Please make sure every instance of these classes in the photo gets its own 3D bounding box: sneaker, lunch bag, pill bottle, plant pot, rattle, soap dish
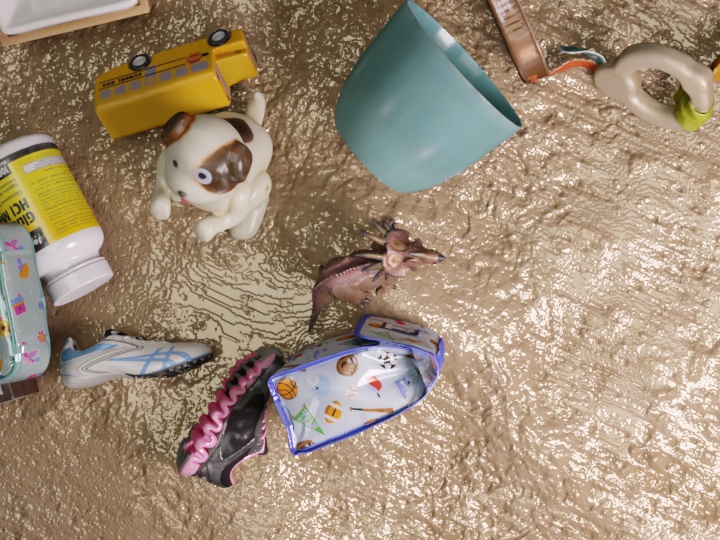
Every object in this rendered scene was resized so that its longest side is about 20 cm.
[{"bbox_3d":[-0.148,0.191,1.417,0.095,0.079,0.201,34,96,-17],"label":"sneaker"},{"bbox_3d":[0.004,0.125,1.340,0.199,0.170,0.125,-19,94,8],"label":"lunch bag"},{"bbox_3d":[-0.465,0.049,1.347,0.159,0.077,0.202,-10,88,21],"label":"lunch bag"},{"bbox_3d":[-0.397,-0.062,1.411,0.112,0.112,0.201,-30,87,6],"label":"pill bottle"},{"bbox_3d":[0.067,-0.189,1.319,0.161,0.201,0.201,-43,86,17],"label":"plant pot"},{"bbox_3d":[0.347,-0.263,1.345,0.199,0.130,0.144,24,82,32],"label":"rattle"},{"bbox_3d":[-0.288,0.107,1.425,0.198,0.072,0.073,-6,82,3],"label":"sneaker"},{"bbox_3d":[-0.371,-0.380,1.418,0.199,0.081,0.159,-11,89,7],"label":"soap dish"}]

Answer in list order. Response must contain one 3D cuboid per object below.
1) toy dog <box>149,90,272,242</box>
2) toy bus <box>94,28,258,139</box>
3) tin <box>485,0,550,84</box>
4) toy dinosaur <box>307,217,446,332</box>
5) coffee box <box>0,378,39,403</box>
[{"bbox_3d":[-0.169,-0.126,1.339,0.139,0.200,0.194,40,95,4],"label":"toy dog"},{"bbox_3d":[-0.229,-0.234,1.396,0.199,0.065,0.079,-15,50,7],"label":"toy bus"},{"bbox_3d":[0.173,-0.320,1.340,0.042,0.112,0.201,-23,88,7],"label":"tin"},{"bbox_3d":[0.000,0.000,1.354,0.199,0.136,0.086,-31,87,7],"label":"toy dinosaur"},{"bbox_3d":[-0.536,0.135,1.447,0.199,0.080,0.114,-15,89,7],"label":"coffee box"}]
